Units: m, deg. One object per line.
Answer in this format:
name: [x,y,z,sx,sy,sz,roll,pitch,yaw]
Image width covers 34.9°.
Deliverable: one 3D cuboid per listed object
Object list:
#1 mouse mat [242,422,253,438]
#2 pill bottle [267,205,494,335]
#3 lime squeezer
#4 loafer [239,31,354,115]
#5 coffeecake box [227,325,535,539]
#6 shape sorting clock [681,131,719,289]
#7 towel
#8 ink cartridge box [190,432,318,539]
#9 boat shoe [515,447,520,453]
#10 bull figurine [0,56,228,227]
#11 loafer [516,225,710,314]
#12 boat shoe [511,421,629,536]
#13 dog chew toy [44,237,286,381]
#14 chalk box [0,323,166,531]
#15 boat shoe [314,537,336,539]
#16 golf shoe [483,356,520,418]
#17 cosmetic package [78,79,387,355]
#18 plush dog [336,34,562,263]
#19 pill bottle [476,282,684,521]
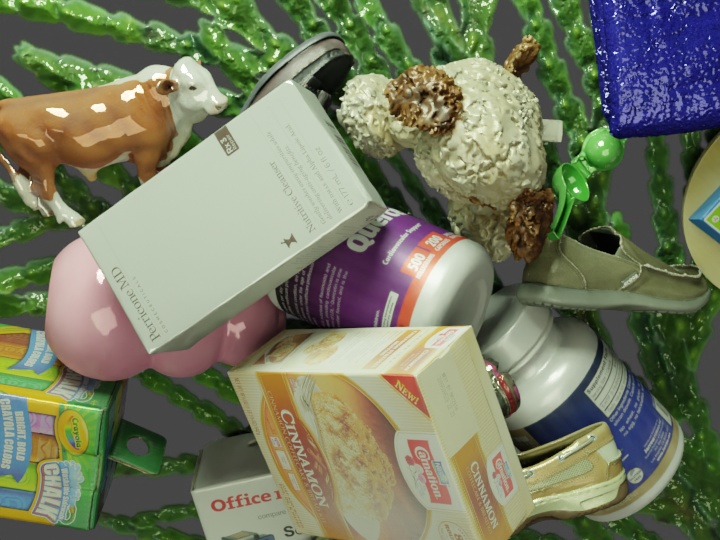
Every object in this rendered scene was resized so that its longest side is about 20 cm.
mouse mat: [-0.031,0.171,1.077,0.160,0.008,0.201,25,108,-10]
pill bottle: [0.000,0.000,0.923,0.199,0.112,0.114,23,113,25]
lime squeezer: [0.196,-0.093,0.944,0.038,0.071,0.200,42,69,4]
loafer: [-0.072,-0.101,0.921,0.200,0.072,0.063,-44,64,5]
coffeecake box: [0.013,0.126,0.862,0.199,0.073,0.155,-4,113,44]
shape sorting clock: [0.374,-0.058,0.975,0.198,0.039,0.202,-1,115,-1]
towel: [0.284,-0.187,0.897,0.198,0.050,0.149,-8,89,2]
ink cartridge box: [-0.060,0.251,1.058,0.144,0.088,0.202,-12,109,3]
boat shoe: [0.099,0.181,1.047,0.198,0.067,0.074,17,111,-12]
bull figurine: [-0.201,-0.106,0.936,0.198,0.065,0.123,-7,113,2]
loafer: [0.217,-0.001,0.951,0.198,0.075,0.071,2,91,-35]
boat shoe: [0.114,0.170,0.928,0.198,0.072,0.077,-17,99,-4]
dog chew toy: [-0.162,0.035,0.967,0.198,0.125,0.126,6,111,-12]
chalk box: [-0.269,0.136,0.999,0.198,0.125,0.125,9,111,-5]
boat shoe: [0.028,0.216,0.975,0.200,0.063,0.073,-41,112,1]
golf shoe: [0.033,0.109,0.958,0.199,0.092,0.073,1,124,48]
cosmetic package: [-0.094,-0.036,0.851,0.199,0.081,0.113,-35,83,8]
plush dog: [0.094,-0.102,0.884,0.200,0.172,0.160,42,105,-14]
pill bottle: [0.176,0.111,0.996,0.120,0.120,0.200,-41,106,14]
